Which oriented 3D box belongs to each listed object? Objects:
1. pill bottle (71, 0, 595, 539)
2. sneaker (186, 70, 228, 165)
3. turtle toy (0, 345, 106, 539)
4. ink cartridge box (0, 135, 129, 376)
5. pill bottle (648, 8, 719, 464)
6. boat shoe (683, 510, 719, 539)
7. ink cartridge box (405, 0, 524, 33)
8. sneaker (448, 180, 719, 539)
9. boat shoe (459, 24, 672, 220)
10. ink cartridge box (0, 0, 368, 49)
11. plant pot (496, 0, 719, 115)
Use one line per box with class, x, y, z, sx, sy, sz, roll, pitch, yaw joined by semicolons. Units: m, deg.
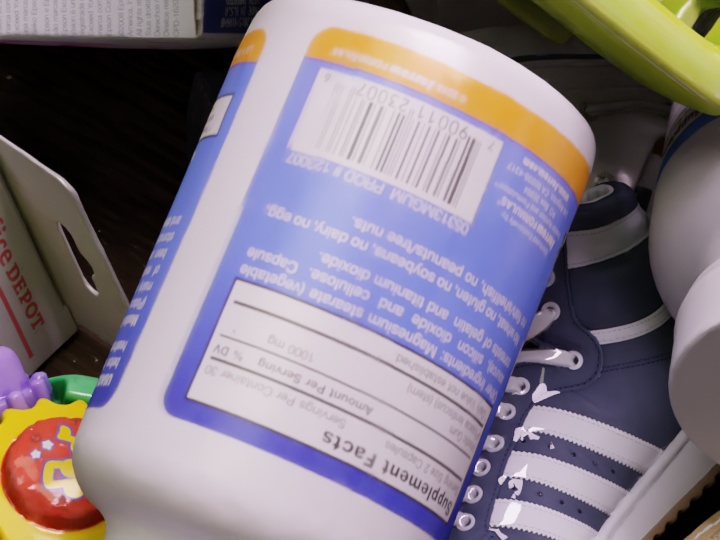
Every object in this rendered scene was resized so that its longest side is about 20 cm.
pill bottle;-0.016;0.032;0.809;0.112;0.112;0.201;17;78;26
sneaker;0.000;0.000;0.984;0.082;0.070;0.201;-14;50;-19
turtle toy;-0.120;0.083;0.886;0.199;0.101;0.146;12;52;-3
ink cartridge box;-0.174;-0.018;0.999;0.199;0.115;0.068;30;66;33
pill bottle;0.149;-0.033;0.870;0.111;0.113;0.201;1;46;15
boat shoe;0.143;0.083;0.877;0.199;0.072;0.076;-26;36;-19
ink cartridge box;0.106;-0.154;1.071;0.199;0.068;0.117;-22;48;-4
sneaker;0.042;0.053;0.871;0.200;0.109;0.070;-42;13;-32
boat shoe;0.078;-0.036;0.955;0.199;0.071;0.070;-4;51;-28
ink cartridge box;-0.118;-0.102;1.024;0.199;0.196;0.044;1;96;17
plant pot;0.070;-0.184;0.857;0.199;0.200;0.181;-52;15;-4
